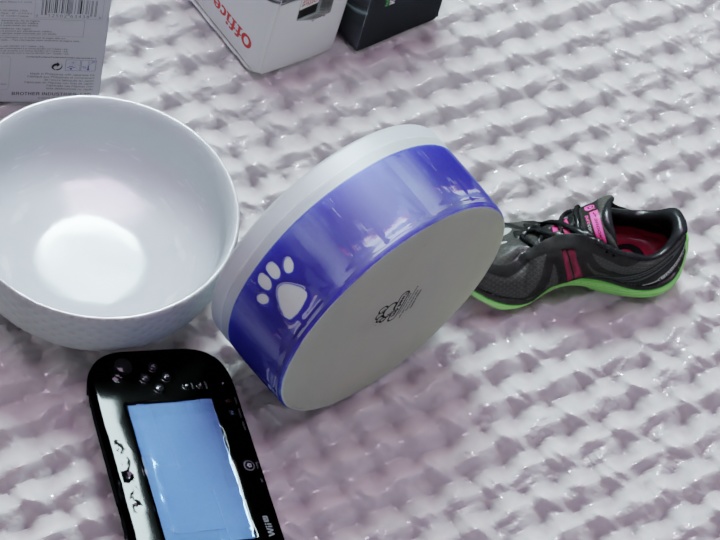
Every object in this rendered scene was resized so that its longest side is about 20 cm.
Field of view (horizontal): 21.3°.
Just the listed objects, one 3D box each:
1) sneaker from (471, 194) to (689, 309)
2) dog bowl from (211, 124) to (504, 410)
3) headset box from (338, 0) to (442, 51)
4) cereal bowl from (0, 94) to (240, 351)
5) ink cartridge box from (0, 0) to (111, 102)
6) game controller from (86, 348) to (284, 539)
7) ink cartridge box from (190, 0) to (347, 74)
[{"bbox_3d":[0.154,-0.023,1.434,0.198,0.084,0.077,-6,53,-19],"label":"sneaker"},{"bbox_3d":[0.000,0.000,1.300,0.199,0.201,0.079,-29,66,-32],"label":"dog bowl"},{"bbox_3d":[-0.002,-0.306,1.557,0.092,0.175,0.200,-25,61,-30],"label":"headset box"},{"bbox_3d":[-0.185,-0.023,1.344,0.198,0.084,0.201,7,51,-9],"label":"cereal bowl"},{"bbox_3d":[-0.249,-0.218,1.405,0.135,0.201,0.077,-1,52,-16],"label":"ink cartridge box"},{"bbox_3d":[-0.114,0.137,1.265,0.103,0.042,0.201,-8,56,-20],"label":"game controller"},{"bbox_3d":[-0.069,-0.280,1.503,0.082,0.201,0.147,-23,61,-33],"label":"ink cartridge box"}]
